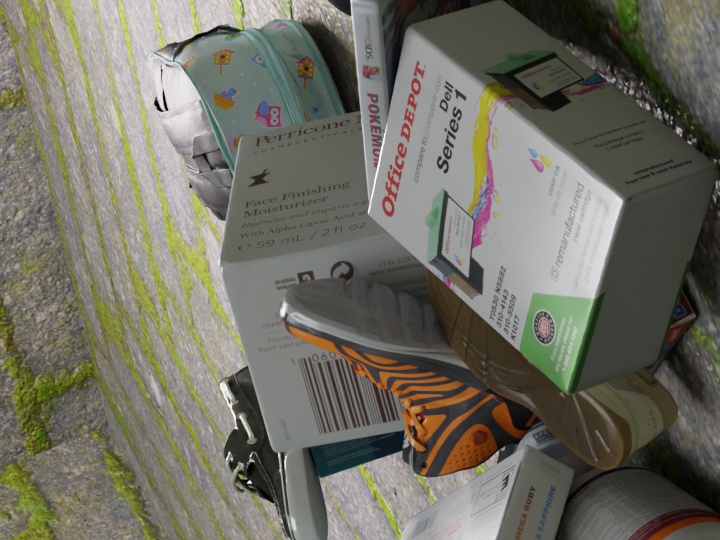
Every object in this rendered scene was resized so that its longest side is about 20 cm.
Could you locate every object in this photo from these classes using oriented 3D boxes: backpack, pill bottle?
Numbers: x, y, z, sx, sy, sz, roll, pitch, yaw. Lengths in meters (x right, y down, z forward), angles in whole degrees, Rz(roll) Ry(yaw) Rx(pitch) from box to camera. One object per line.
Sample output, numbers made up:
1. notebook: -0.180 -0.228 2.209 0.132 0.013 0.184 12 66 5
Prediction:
1. backpack: -0.092 -0.129 2.101 0.200 0.152 0.177 -130 19 -79
2. pill bottle: 0.184 0.191 1.594 0.200 0.109 0.110 -147 38 -67

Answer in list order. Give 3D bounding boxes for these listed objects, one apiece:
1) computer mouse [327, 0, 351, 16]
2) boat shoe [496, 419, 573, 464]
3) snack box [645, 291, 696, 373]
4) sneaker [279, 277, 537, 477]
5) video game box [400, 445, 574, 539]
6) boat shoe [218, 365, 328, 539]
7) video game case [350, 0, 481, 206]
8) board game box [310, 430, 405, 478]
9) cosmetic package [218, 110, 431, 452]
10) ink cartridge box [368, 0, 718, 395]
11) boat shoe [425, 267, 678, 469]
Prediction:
1. computer mouse: -0.030 -0.280 1.852 0.138 0.052 0.202 -158 49 -71
2. boat shoe: 0.133 0.159 1.859 0.201 0.068 0.057 99 156 -54
3. snack box: 0.172 0.034 1.590 0.200 0.024 0.072 109 137 -69
4. sneaker: 0.029 0.081 1.659 0.078 0.198 0.113 -87 17 -61
5. video game box: 0.061 0.231 1.635 0.047 0.183 0.200 29 151 -11
6. boat shoe: -0.068 0.142 1.812 0.201 0.063 0.071 -108 1 -56
7. video game case: 0.039 -0.169 1.546 0.183 0.023 0.201 84 -157 -48
8. board game box: 0.028 0.094 1.881 0.200 0.150 0.047 -112 4 -80
9. cosmetic package: 0.000 0.000 1.773 0.201 0.163 0.166 -88 -15 -60
10. ink cartridge box: 0.103 -0.047 1.452 0.200 0.084 0.146 42 135 35
11. boat shoe: 0.121 0.048 1.575 0.200 0.065 0.073 41 143 32
